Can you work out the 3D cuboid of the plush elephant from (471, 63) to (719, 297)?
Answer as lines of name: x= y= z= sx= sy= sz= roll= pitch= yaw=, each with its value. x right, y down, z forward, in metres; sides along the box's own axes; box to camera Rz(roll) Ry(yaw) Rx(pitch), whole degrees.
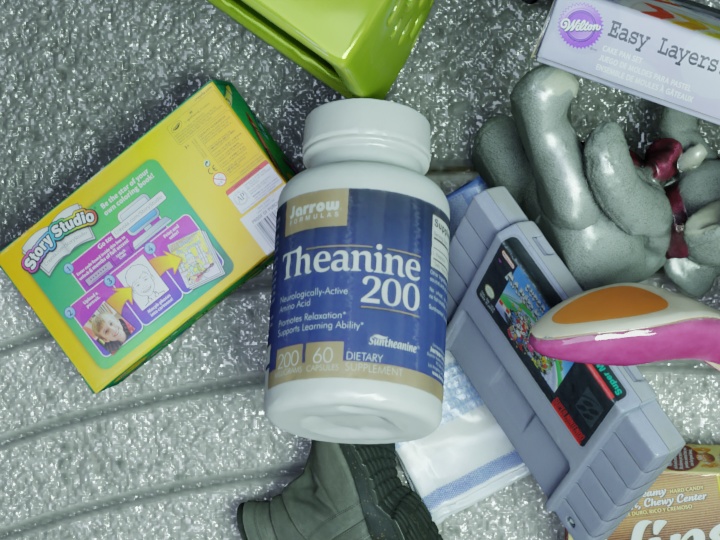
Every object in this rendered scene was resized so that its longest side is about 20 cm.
plush elephant: x=0.184 y=-0.048 z=1.043 sx=0.154 sy=0.165 sz=0.201 roll=-22 pitch=77 yaw=-11

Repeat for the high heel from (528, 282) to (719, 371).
high heel: x=0.188 y=0.055 z=0.962 sx=0.199 sy=0.067 sz=0.096 roll=-10 pitch=113 yaw=-25

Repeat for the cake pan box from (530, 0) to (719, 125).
cake pan box: x=0.210 y=-0.130 z=1.011 sx=0.183 sy=0.200 sz=0.053 roll=23 pitch=108 yaw=9

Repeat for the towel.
towel: x=0.065 y=0.056 z=1.132 sx=0.146 sy=0.024 sz=0.201 roll=-27 pitch=89 yaw=8

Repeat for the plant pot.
plant pot: x=-0.027 y=-0.237 z=1.045 sx=0.199 sy=0.200 sz=0.182 roll=36 pitch=92 yaw=5

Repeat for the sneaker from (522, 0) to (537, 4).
sneaker: x=0.118 y=-0.284 z=1.086 sx=0.104 sy=0.060 sz=0.200 roll=28 pitch=92 yaw=4

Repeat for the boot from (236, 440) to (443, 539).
boot: x=-0.035 y=0.147 z=1.123 sx=0.130 sy=0.068 sz=0.201 roll=-23 pitch=89 yaw=26

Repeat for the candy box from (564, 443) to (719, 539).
candy box: x=0.234 y=0.176 z=1.088 sx=0.199 sy=0.055 sz=0.116 roll=1 pitch=106 yaw=9

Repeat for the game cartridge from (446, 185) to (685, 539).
game cartridge: x=0.112 y=0.060 z=1.027 sx=0.038 sy=0.130 sz=0.200 roll=-21 pitch=64 yaw=-25

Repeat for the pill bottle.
pill bottle: x=0.000 y=0.000 z=1.038 sx=0.110 sy=0.111 sz=0.201 roll=0 pitch=71 yaw=8

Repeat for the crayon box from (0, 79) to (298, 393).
crayon box: x=-0.136 y=-0.023 z=1.139 sx=0.200 sy=0.058 sz=0.119 roll=-38 pitch=87 yaw=9
